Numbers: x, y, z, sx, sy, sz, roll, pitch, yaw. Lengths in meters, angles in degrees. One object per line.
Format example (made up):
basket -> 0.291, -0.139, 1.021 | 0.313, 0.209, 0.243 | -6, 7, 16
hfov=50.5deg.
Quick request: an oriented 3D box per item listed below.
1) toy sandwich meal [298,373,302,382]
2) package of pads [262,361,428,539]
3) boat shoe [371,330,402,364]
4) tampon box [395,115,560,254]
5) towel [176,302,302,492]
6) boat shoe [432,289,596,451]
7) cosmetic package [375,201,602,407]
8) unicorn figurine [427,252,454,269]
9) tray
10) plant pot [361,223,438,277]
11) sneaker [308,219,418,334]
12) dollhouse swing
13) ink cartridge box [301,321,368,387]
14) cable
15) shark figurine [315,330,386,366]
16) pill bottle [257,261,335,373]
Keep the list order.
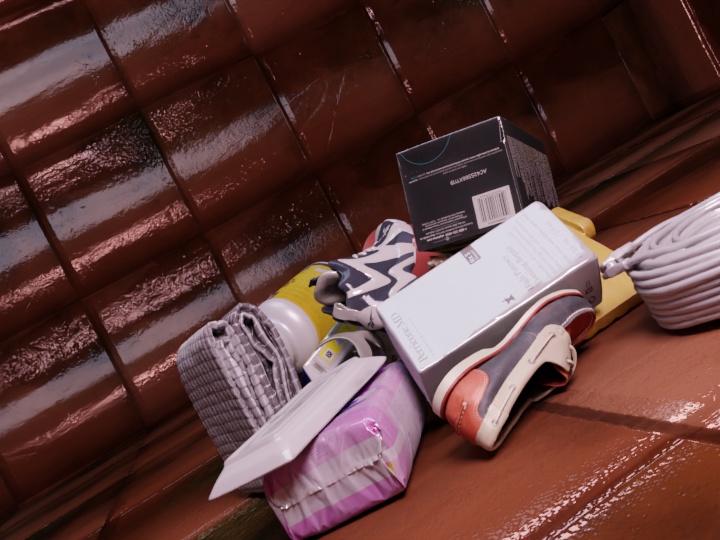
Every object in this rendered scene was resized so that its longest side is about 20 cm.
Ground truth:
toy sandwich meal -> -0.122, 0.184, 1.196 | 0.204, 0.070, 0.206 | -39, -16, -13
package of pads -> -0.005, 0.158, 0.708 | 0.118, 0.077, 0.200 | -27, 2, 14
boat shoe -> 0.112, 0.087, 1.008 | 0.195, 0.071, 0.071 | -19, -22, 7
tampon box -> 0.161, -0.100, 0.995 | 0.147, 0.130, 0.199 | -16, -8, 27
towel -> -0.122, 0.149, 0.872 | 0.085, 0.203, 0.165 | -29, 0, -32
boat shoe -> 0.146, 0.082, 0.649 | 0.198, 0.073, 0.062 | -28, 43, -35
cosmetic package -> 0.124, 0.032, 0.739 | 0.197, 0.075, 0.102 | -32, 44, -5
unicorn figurine -> 0.165, 0.009, 1.019 | 0.134, 0.076, 0.199 | -11, -3, 20
tray -> -0.055, 0.132, 0.695 | 0.106, 0.022, 0.199 | -34, 1, 31
plant pot -> 0.125, 0.003, 1.345 | 0.174, 0.205, 0.199 | -15, 10, 37
sneaker -> 0.000, 0.000, 0.916 | 0.126, 0.081, 0.202 | 5, 41, -9
dollhouse swing -> 0.201, 0.057, 0.858 | 0.197, 0.176, 0.184 | -30, -39, -16
ink cartridge box -> -0.040, 0.124, 1.033 | 0.201, 0.047, 0.198 | -49, -7, -17
cable -> 0.320, -0.024, 0.628 | 0.197, 0.071, 0.200 | -29, 2, -13
shark figurine -> 0.017, 0.125, 0.900 | 0.127, 0.089, 0.217 | -37, -26, -29
pill bottle -> -0.089, 0.077, 1.097 | 0.111, 0.114, 0.200 | -27, 9, 37
